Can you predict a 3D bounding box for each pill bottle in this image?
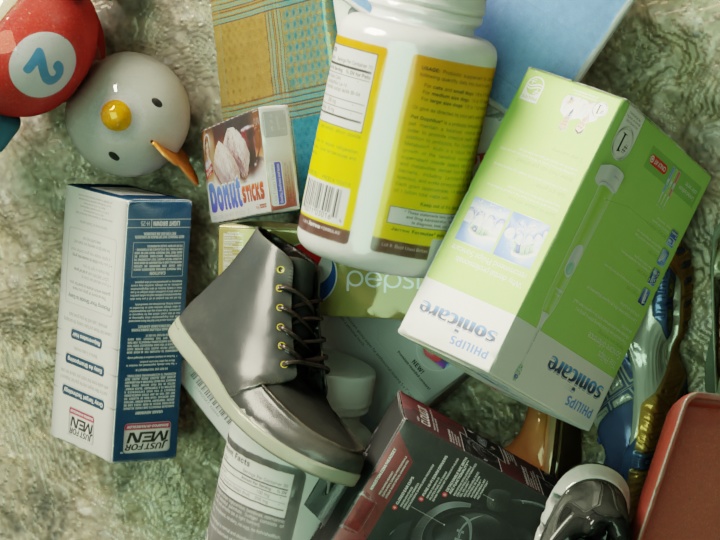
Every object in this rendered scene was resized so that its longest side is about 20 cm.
[{"bbox_3d":[-0.049,0.160,1.563,0.110,0.111,0.201,17,102,18],"label":"pill bottle"},{"bbox_3d":[0.028,-0.102,1.440,0.109,0.109,0.201,15,99,18],"label":"pill bottle"}]

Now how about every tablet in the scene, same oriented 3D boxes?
[{"bbox_3d":[0.079,-0.201,1.482,0.200,0.014,0.130,36,102,8],"label":"tablet"}]

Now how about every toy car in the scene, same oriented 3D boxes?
[{"bbox_3d":[-0.197,-0.132,1.610,0.200,0.177,0.185,37,96,0],"label":"toy car"}]

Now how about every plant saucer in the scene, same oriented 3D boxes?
[{"bbox_3d":[0.254,0.177,1.472,0.037,0.200,0.200,32,109,52],"label":"plant saucer"}]

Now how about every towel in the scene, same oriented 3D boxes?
[{"bbox_3d":[-0.058,-0.141,1.592,0.146,0.022,0.201,-2,94,51],"label":"towel"}]

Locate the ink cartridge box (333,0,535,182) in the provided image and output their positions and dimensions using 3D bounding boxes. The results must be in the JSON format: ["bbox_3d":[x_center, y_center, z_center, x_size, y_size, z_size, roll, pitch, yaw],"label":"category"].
[{"bbox_3d":[0.063,-0.151,1.541,0.145,0.085,0.201,-7,95,16],"label":"ink cartridge box"}]

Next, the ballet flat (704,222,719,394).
[{"bbox_3d":[0.269,0.055,1.500,0.067,0.064,0.201,-1,95,21],"label":"ballet flat"}]

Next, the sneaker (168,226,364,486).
[{"bbox_3d":[-0.048,0.055,1.465,0.200,0.075,0.106,43,103,37],"label":"sneaker"}]

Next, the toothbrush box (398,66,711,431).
[{"bbox_3d":[0.134,-0.012,1.448,0.086,0.146,0.200,22,85,37],"label":"toothbrush box"}]

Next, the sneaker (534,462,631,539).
[{"bbox_3d":[0.130,0.229,1.408,0.066,0.091,0.201,18,100,-6],"label":"sneaker"}]

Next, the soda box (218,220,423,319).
[{"bbox_3d":[0.000,0.000,1.550,0.199,0.068,0.064,3,95,17],"label":"soda box"}]

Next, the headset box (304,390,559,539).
[{"bbox_3d":[0.059,0.190,1.482,0.200,0.077,0.149,29,99,-7],"label":"headset box"}]

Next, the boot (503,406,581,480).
[{"bbox_3d":[0.076,0.161,1.587,0.155,0.077,0.201,15,108,23],"label":"boot"}]

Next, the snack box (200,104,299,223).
[{"bbox_3d":[-0.080,-0.074,1.537,0.024,0.200,0.072,-8,91,-15],"label":"snack box"}]

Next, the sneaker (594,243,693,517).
[{"bbox_3d":[0.184,0.073,1.537,0.088,0.075,0.201,5,88,28],"label":"sneaker"}]

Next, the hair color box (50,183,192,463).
[{"bbox_3d":[-0.184,0.038,1.649,0.100,0.060,0.201,15,103,53],"label":"hair color box"}]

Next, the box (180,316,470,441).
[{"bbox_3d":[-0.025,0.069,1.624,0.200,0.041,0.156,-43,81,20],"label":"box"}]
